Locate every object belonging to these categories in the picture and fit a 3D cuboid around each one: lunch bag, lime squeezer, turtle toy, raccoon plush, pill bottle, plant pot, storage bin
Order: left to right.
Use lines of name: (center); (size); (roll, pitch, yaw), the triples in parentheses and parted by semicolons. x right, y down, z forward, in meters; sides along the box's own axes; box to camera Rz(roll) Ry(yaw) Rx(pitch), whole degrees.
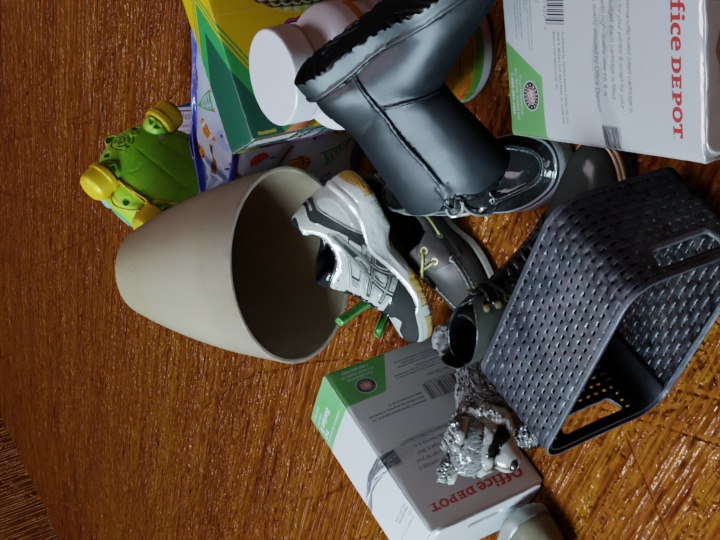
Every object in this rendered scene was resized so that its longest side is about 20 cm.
turtle toy: (-0.214, -0.085, 1.274); (0.200, 0.146, 0.101); (40, 156, 5)
plant pot: (-0.144, -0.004, 1.124); (0.199, 0.187, 0.188); (-1, 105, 35)
lunch bag: (-0.091, -0.163, 1.198); (0.124, 0.169, 0.201); (41, 138, 45)
pill bottle: (0.008, -0.187, 0.990); (0.111, 0.199, 0.112); (34, 132, 48)
lime squeezer: (0.018, 0.034, 1.192); (0.038, 0.070, 0.200); (57, -174, 11)
raccoon plush: (0.093, 0.131, 1.072); (0.200, 0.134, 0.097); (22, 124, 53)
storage bin: (0.191, 0.033, 0.857); (0.094, 0.135, 0.200); (53, 144, 30)

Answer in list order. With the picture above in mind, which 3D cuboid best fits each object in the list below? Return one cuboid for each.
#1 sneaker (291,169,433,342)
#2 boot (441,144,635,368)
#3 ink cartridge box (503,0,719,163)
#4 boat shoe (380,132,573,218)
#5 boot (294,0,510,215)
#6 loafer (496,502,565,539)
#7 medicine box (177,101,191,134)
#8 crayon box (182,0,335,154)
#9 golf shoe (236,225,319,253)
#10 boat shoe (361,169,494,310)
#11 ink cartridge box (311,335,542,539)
sneaker: (0.000, 0.000, 1.097); (0.200, 0.087, 0.076); (60, 173, -27)
boot: (0.143, -0.007, 0.916); (0.077, 0.138, 0.201); (42, 137, 43)
ink cartridge box: (0.196, -0.165, 0.801); (0.200, 0.084, 0.147); (21, 122, 54)
boat shoe: (0.098, -0.083, 1.004); (0.199, 0.068, 0.074); (0, 100, 48)
boot: (0.070, -0.142, 0.882); (0.200, 0.077, 0.168); (-30, 120, 31)
loafer: (0.163, 0.326, 1.115); (0.070, 0.075, 0.201); (45, 140, 46)
medicine box: (-0.132, -0.113, 1.361); (0.182, 0.103, 0.201); (11, 113, 57)
crayon box: (-0.053, -0.219, 1.076); (0.058, 0.199, 0.173); (-19, 89, 60)
golf shoe: (-0.062, -0.039, 1.219); (0.199, 0.092, 0.073); (-3, 121, 21)
boat shoe: (0.068, -0.022, 1.113); (0.202, 0.060, 0.072); (58, 146, 25)
ink cartridge box: (0.063, 0.182, 1.137); (0.200, 0.145, 0.084); (54, 145, 30)
